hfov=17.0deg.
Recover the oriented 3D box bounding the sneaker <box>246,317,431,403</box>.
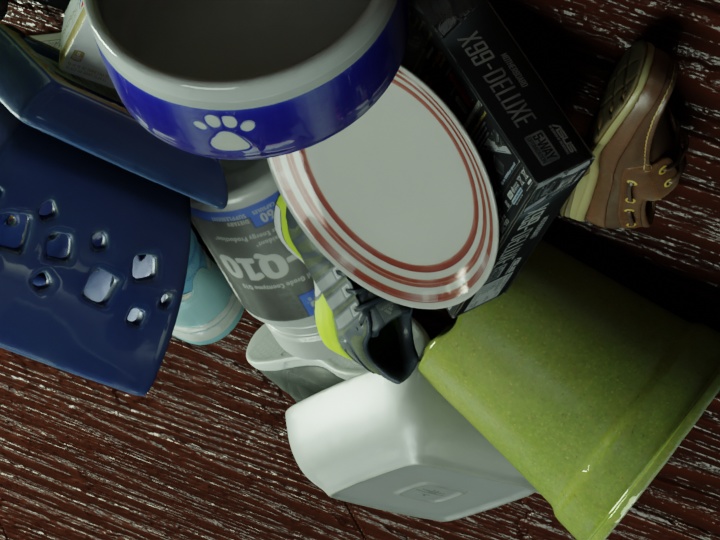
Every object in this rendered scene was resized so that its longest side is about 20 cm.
[{"bbox_3d":[0.005,0.082,1.975,0.200,0.071,0.099,-2,143,46],"label":"sneaker"}]

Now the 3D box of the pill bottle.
[{"bbox_3d":[-0.057,-0.030,1.801,0.113,0.114,0.200,7,145,31],"label":"pill bottle"}]

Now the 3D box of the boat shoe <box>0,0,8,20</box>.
[{"bbox_3d":[-0.353,-0.225,1.784,0.199,0.073,0.065,20,144,14],"label":"boat shoe"}]

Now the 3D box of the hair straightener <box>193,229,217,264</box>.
[{"bbox_3d":[-0.128,-0.051,1.917,0.077,0.041,0.200,36,161,25],"label":"hair straightener"}]

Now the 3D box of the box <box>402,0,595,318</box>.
[{"bbox_3d":[0.065,-0.081,1.611,0.158,0.050,0.200,57,154,17],"label":"box"}]

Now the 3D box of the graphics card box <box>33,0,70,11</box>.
[{"bbox_3d":[-0.224,-0.241,1.676,0.199,0.051,0.126,19,148,16],"label":"graphics card box"}]

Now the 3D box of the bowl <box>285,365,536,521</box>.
[{"bbox_3d":[0.059,0.146,1.942,0.199,0.075,0.199,15,155,-33],"label":"bowl"}]

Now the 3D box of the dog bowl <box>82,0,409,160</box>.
[{"bbox_3d":[-0.070,-0.170,1.510,0.199,0.200,0.079,16,150,19],"label":"dog bowl"}]

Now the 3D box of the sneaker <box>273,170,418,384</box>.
[{"bbox_3d":[0.000,0.000,1.726,0.081,0.074,0.200,38,159,44],"label":"sneaker"}]

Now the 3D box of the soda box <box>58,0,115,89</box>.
[{"bbox_3d":[-0.100,-0.146,1.636,0.199,0.064,0.068,19,132,-18],"label":"soda box"}]

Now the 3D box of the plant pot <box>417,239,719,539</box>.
[{"bbox_3d":[0.150,0.075,1.744,0.184,0.200,0.201,37,151,6],"label":"plant pot"}]

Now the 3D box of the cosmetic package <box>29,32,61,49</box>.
[{"bbox_3d":[-0.284,-0.120,1.860,0.199,0.104,0.073,1,141,40],"label":"cosmetic package"}]

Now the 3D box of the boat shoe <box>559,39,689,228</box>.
[{"bbox_3d":[0.183,-0.085,1.572,0.067,0.072,0.200,20,156,3],"label":"boat shoe"}]

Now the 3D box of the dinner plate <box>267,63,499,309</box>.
[{"bbox_3d":[0.016,-0.065,1.593,0.200,0.024,0.201,26,135,29],"label":"dinner plate"}]

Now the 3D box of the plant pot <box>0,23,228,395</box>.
[{"bbox_3d":[-0.220,-0.053,1.678,0.200,0.180,0.200,24,-169,-33],"label":"plant pot"}]

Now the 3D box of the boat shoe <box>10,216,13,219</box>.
[{"bbox_3d":[-0.262,-0.063,1.959,0.200,0.072,0.072,-12,132,48],"label":"boat shoe"}]

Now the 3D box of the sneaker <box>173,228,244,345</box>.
[{"bbox_3d":[-0.189,-0.025,1.922,0.200,0.080,0.131,19,154,34],"label":"sneaker"}]
